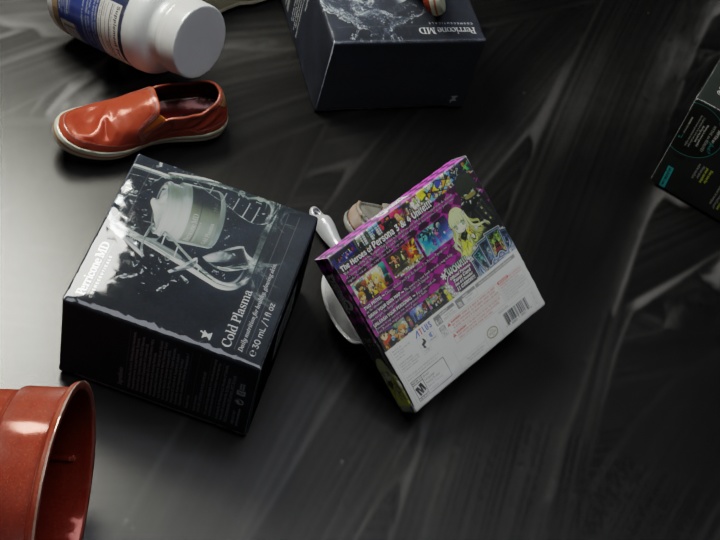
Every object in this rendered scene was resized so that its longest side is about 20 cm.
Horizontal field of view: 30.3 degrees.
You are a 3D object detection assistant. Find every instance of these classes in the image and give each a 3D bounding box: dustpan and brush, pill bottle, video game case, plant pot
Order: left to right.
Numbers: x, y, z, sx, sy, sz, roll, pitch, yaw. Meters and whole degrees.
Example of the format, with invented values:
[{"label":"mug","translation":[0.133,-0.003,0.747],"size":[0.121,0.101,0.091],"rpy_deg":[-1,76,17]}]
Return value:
[{"label":"plant pot","translation":[-0.336,0.179,1.093],"size":[0.192,0.202,0.203],"rpy_deg":[8,51,1]},{"label":"pill bottle","translation":[-0.249,-0.288,1.486],"size":[0.199,0.112,0.111],"rpy_deg":[28,48,30]},{"label":"dustpan and brush","translation":[0.000,0.000,1.413],"size":[0.138,0.057,0.202],"rpy_deg":[-10,62,-37]},{"label":"video game case","translation":[0.075,0.012,1.344],"size":[0.199,0.036,0.183],"rpy_deg":[-37,103,-27]}]

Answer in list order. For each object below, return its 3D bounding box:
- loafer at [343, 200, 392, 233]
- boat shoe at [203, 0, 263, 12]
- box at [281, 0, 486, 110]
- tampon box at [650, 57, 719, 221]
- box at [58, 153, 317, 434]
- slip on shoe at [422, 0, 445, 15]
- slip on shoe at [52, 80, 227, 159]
[{"label":"loafer","translation":[0.077,-0.034,1.406],"size":[0.198,0.063,0.072],"rpy_deg":[25,34,-25]},{"label":"boat shoe","translation":[-0.182,-0.355,1.619],"size":[0.198,0.072,0.060],"rpy_deg":[-23,55,-33]},{"label":"box","translation":[0.024,-0.306,1.608],"size":[0.194,0.118,0.202],"rpy_deg":[-5,56,-19]},{"label":"tampon box","translation":[0.479,-0.140,1.587],"size":[0.199,0.151,0.127],"rpy_deg":[31,52,9]},{"label":"box","translation":[-0.166,0.022,1.298],"size":[0.194,0.125,0.201],"rpy_deg":[18,50,1]},{"label":"slip on shoe","translation":[0.043,-0.373,1.556],"size":[0.061,0.074,0.201],"rpy_deg":[-30,68,5]},{"label":"slip on shoe","translation":[-0.239,-0.171,1.455],"size":[0.198,0.061,0.075],"rpy_deg":[-11,58,-22]}]
